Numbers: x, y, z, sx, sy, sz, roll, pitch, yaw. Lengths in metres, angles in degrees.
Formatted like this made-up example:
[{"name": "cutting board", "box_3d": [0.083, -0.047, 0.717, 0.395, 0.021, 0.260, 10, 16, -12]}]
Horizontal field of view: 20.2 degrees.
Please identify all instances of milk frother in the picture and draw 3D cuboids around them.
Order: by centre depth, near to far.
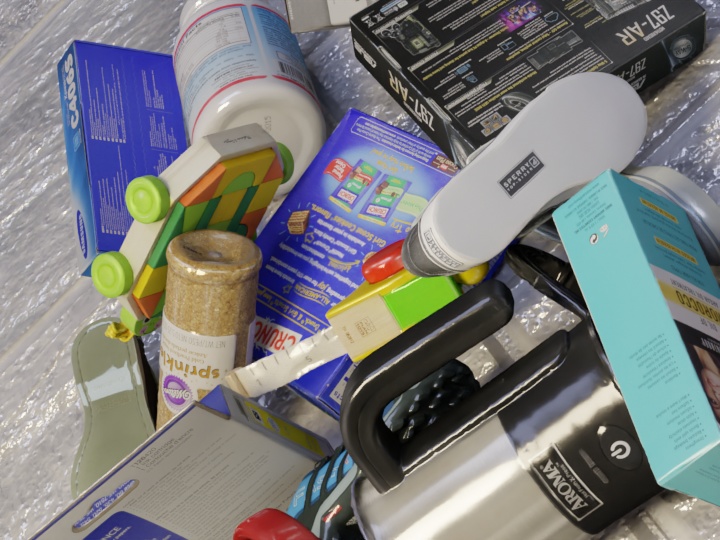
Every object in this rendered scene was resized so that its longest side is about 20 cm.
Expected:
[{"name": "milk frother", "box_3d": [0.094, 0.094, 1.269, 0.188, 0.181, 0.200, -36, -4, 15]}]

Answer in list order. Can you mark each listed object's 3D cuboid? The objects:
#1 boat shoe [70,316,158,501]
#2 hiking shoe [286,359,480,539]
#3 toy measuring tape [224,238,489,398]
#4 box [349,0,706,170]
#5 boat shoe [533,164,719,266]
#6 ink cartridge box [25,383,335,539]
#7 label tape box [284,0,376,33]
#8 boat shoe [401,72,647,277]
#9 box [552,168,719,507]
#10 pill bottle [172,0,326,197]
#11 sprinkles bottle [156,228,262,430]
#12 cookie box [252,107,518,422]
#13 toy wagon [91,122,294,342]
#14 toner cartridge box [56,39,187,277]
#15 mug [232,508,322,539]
[{"name": "boat shoe", "box_3d": [-0.179, 0.132, 1.540, 0.071, 0.061, 0.202, -15, 53, 10]}, {"name": "hiking shoe", "box_3d": [-0.001, 0.135, 1.344, 0.200, 0.074, 0.087, -54, 36, -1]}, {"name": "toy measuring tape", "box_3d": [0.002, 0.031, 1.352, 0.199, 0.074, 0.074, -27, 42, 23]}, {"name": "box", "box_3d": [0.117, -0.167, 1.423, 0.199, 0.044, 0.160, -33, 58, -15]}, {"name": "boat shoe", "box_3d": [0.169, -0.029, 1.325, 0.071, 0.070, 0.201, -42, 30, -13]}, {"name": "ink cartridge box", "box_3d": [-0.136, 0.161, 1.358, 0.197, 0.200, 0.047, -39, 54, 11]}, {"name": "label tape box", "box_3d": [0.056, -0.228, 1.539, 0.199, 0.144, 0.064, -3, 99, 48]}, {"name": "boat shoe", "box_3d": [0.103, -0.058, 1.295, 0.200, 0.072, 0.068, -41, 4, -30]}, {"name": "box", "box_3d": [0.181, 0.039, 1.173, 0.049, 0.082, 0.201, -40, 48, 27]}, {"name": "pill bottle", "box_3d": [-0.096, -0.155, 1.662, 0.109, 0.109, 0.200, -37, 36, 14]}, {"name": "sprinkles bottle", "box_3d": [-0.110, 0.073, 1.424, 0.068, 0.068, 0.201, -132, 42, -52]}, {"name": "cookie box", "box_3d": [0.000, 0.000, 1.464, 0.200, 0.075, 0.171, -54, 39, -6]}, {"name": "toy wagon", "box_3d": [-0.126, -0.018, 1.463, 0.040, 0.155, 0.201, 42, 123, 20]}, {"name": "toner cartridge box", "box_3d": [-0.191, -0.089, 1.662, 0.043, 0.095, 0.201, -44, 48, 50]}, {"name": "mug", "box_3d": [-0.013, 0.247, 1.194, 0.200, 0.177, 0.134, 27, 79, 47]}]
